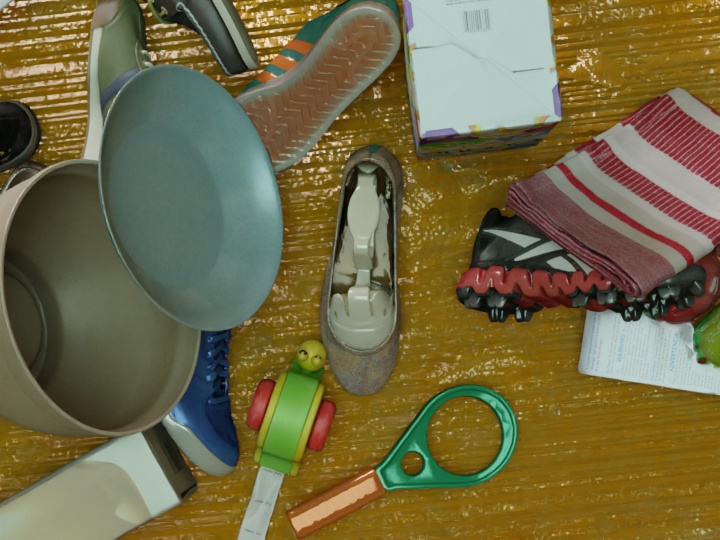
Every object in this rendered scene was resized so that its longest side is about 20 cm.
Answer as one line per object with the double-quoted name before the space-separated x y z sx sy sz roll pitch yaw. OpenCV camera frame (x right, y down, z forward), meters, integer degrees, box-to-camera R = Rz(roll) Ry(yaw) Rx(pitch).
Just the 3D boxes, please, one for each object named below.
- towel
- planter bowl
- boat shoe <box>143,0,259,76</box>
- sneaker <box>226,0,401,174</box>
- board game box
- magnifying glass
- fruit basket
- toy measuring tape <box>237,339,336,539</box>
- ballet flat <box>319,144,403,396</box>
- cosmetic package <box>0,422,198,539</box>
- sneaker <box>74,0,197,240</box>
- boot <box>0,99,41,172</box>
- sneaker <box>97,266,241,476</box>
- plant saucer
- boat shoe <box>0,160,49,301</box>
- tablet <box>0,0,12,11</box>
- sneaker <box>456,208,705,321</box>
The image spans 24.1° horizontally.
"towel" 0.226 -0.065 1.269 0.199 0.023 0.144 -31 50 -27
"planter bowl" -0.233 0.032 1.241 0.134 0.200 0.202 -14 89 35
"boat shoe" -0.150 -0.234 1.342 0.060 0.072 0.202 -31 81 3
"sneaker" -0.043 -0.147 1.342 0.199 0.080 0.071 -37 106 20
"board game box" 0.087 -0.146 1.265 0.104 0.200 0.104 -7 90 1
"magnifying glass" 0.034 0.157 1.343 0.199 0.022 0.080 -27 92 -8
"fruit basket" 0.283 0.006 1.326 0.198 0.094 0.187 8 90 18
"toy measuring tape" -0.067 0.151 1.335 0.073 0.074 0.202 19 90 2
"ballet flat" 0.000 0.000 1.334 0.067 0.067 0.202 0 90 3
"cosmetic package" -0.234 0.195 1.325 0.199 0.105 0.071 -30 89 3
"sneaker" -0.169 -0.119 1.330 0.089 0.067 0.202 3 81 12
"boot" -0.355 -0.081 1.307 0.199 0.151 0.074 -23 89 2
"sneaker" -0.119 0.055 1.333 0.111 0.077 0.201 -28 82 11
"plant saucer" -0.135 -0.051 1.256 0.038 0.200 0.203 -13 89 34
"boat shoe" -0.283 0.011 1.343 0.075 0.072 0.202 15 90 2
"tablet" -0.265 -0.294 1.342 0.200 0.014 0.130 -38 63 5
"sneaker" 0.170 -0.013 1.294 0.199 0.071 0.099 0 73 31
